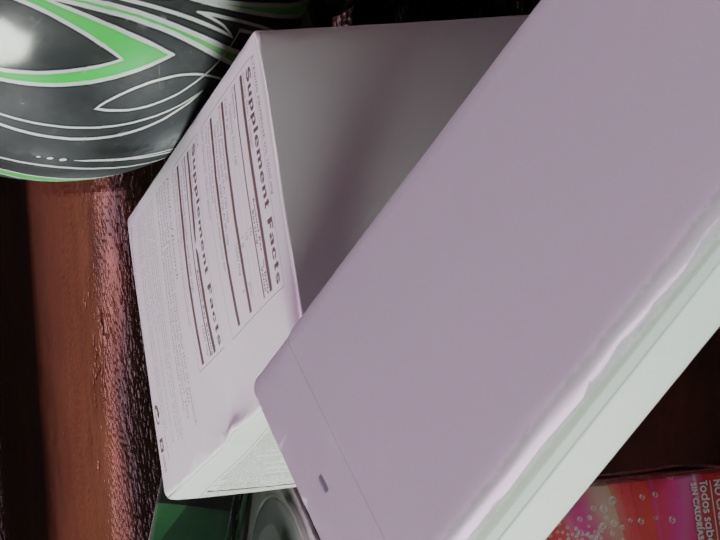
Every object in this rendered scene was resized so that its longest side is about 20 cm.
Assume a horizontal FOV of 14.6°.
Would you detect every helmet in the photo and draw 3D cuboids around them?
[{"bbox_3d":[-0.112,-0.123,0.971,0.201,0.190,0.200,-60,-14,-26],"label":"helmet"}]

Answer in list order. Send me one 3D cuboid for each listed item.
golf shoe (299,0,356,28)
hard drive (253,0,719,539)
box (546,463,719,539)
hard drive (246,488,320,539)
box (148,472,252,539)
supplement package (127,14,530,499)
[{"bbox_3d":[-0.039,-0.076,1.105,0.077,0.087,0.201,-150,56,-68],"label":"golf shoe"},{"bbox_3d":[0.052,-0.007,0.747,0.200,0.026,0.132,-53,32,16],"label":"hard drive"},{"bbox_3d":[0.062,0.162,0.807,0.100,0.095,0.201,150,114,-72],"label":"box"},{"bbox_3d":[-0.006,0.168,1.139,0.200,0.038,0.140,-118,28,-52],"label":"hard drive"},{"bbox_3d":[-0.067,0.122,1.185,0.145,0.036,0.201,96,-179,-53],"label":"box"},{"bbox_3d":[0.000,0.000,0.946,0.200,0.113,0.110,136,127,-67],"label":"supplement package"}]
